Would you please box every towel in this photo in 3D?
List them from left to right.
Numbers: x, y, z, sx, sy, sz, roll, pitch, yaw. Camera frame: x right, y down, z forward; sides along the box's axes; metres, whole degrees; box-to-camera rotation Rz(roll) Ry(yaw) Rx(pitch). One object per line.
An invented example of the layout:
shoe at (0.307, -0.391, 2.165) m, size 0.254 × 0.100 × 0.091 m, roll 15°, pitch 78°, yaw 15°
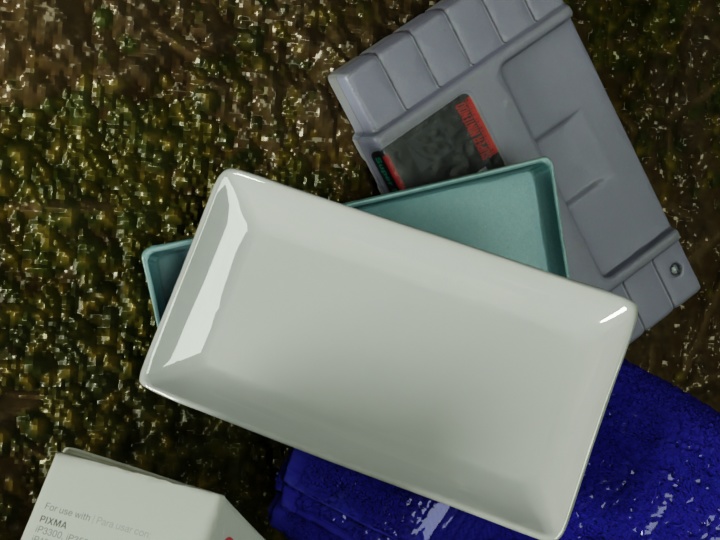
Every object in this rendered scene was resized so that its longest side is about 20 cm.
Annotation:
towel at (0.072, 0.096, 0.741) m, size 0.199 × 0.050 × 0.149 m, roll 30°, pitch 86°, yaw 15°

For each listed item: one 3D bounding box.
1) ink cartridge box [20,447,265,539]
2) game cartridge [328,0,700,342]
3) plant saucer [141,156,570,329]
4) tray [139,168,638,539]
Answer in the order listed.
ink cartridge box at (-0.101, 0.195, 0.690) m, size 0.145 × 0.082 × 0.202 m, roll 61°, pitch 44°, yaw -60°
game cartridge at (0.079, -0.040, 0.843) m, size 0.129 × 0.038 × 0.201 m, roll -36°, pitch 108°, yaw -22°
plant saucer at (0.000, 0.000, 0.794) m, size 0.198 × 0.019 × 0.071 m, roll -13°, pitch 104°, yaw -9°
tray at (0.011, 0.034, 0.735) m, size 0.198 × 0.022 × 0.108 m, roll 19°, pitch 81°, yaw 15°
